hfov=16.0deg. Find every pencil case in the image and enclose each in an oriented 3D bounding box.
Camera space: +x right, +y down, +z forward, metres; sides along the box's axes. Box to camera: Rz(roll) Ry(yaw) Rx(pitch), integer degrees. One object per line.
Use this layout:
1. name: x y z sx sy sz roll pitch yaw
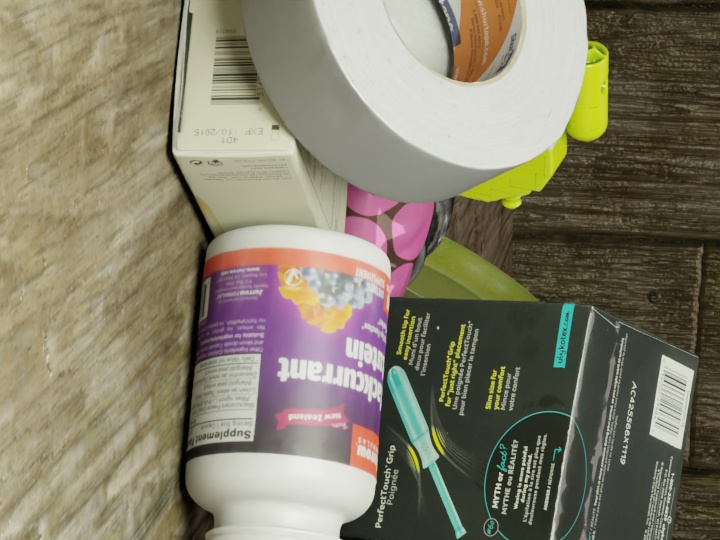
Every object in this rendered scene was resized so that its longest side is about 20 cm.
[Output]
1. pencil case: 0.000 0.000 1.692 0.093 0.090 0.202 -1 111 -61

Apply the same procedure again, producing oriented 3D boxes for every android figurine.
1. android figurine: 0.080 -0.128 1.732 0.041 0.181 0.201 -54 149 -46

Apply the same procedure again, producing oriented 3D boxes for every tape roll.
1. tape roll: 0.032 -0.142 1.424 0.066 0.199 0.202 -23 -125 50

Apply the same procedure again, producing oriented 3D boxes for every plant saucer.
1. plant saucer: 0.055 0.011 1.957 0.031 0.199 0.200 -62 178 14

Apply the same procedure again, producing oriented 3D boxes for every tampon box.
1. tampon box: 0.078 0.103 1.533 0.126 0.199 0.151 24 73 -49

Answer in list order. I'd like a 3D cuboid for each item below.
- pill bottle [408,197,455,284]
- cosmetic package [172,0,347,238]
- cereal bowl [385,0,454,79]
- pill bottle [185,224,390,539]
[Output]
1. pill bottle: 0.017 -0.070 1.866 0.201 0.111 0.113 -77 166 -56
2. cosmetic package: -0.055 -0.075 1.501 0.200 0.070 0.106 72 20 -67
3. cereal bowl: 0.009 -0.146 1.554 0.201 0.083 0.200 57 -6 10
4. pill bottle: -0.043 0.084 1.479 0.111 0.110 0.202 65 28 -72
